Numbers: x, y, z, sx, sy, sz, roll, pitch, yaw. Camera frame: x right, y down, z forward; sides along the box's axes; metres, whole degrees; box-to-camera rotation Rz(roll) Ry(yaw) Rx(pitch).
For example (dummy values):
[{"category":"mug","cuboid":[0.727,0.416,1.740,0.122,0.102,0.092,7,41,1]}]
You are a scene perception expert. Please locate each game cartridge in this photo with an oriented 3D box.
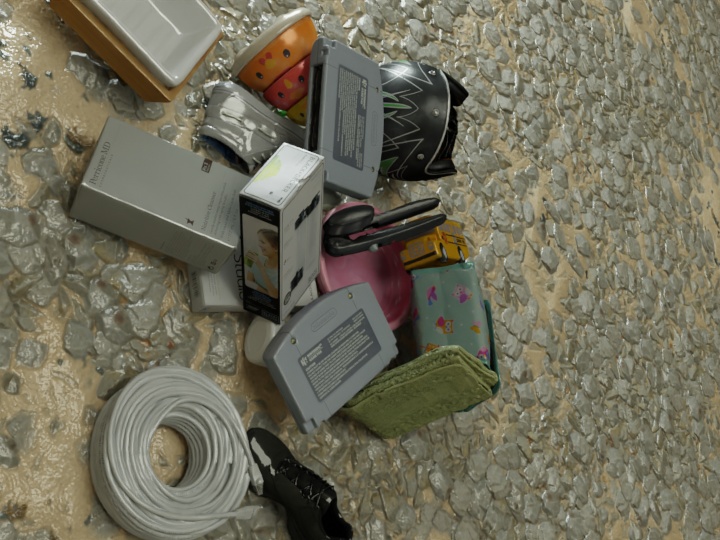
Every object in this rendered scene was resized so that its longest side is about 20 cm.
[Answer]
[{"category":"game cartridge","cuboid":[-0.039,0.105,1.254,0.199,0.041,0.135,-36,102,-39]},{"category":"game cartridge","cuboid":[-0.020,-0.208,1.322,0.132,0.041,0.204,18,72,-52]}]

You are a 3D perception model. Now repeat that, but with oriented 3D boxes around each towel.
[{"category":"towel","cuboid":[0.083,0.170,1.313,0.148,0.198,0.037,42,26,-48]}]

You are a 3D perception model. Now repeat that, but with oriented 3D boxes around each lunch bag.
[{"category":"lunch bag","cuboid":[0.145,0.108,1.437,0.201,0.120,0.173,67,16,-60]}]

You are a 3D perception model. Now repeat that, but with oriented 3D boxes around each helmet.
[{"category":"helmet","cuboid":[0.071,-0.232,1.468,0.190,0.198,0.203,11,66,-56]}]

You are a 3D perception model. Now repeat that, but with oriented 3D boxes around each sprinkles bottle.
[{"category":"sprinkles bottle","cuboid":[-0.063,0.118,1.299,0.198,0.068,0.069,22,60,-36]}]

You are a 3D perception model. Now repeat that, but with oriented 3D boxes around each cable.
[{"category":"cable","cuboid":[-0.220,0.215,1.111,0.198,0.069,0.203,-6,77,-44]}]

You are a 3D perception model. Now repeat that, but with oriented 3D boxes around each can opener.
[{"category":"can opener","cuboid":[0.036,-0.062,1.360,0.197,0.079,0.064,-10,80,-23]}]

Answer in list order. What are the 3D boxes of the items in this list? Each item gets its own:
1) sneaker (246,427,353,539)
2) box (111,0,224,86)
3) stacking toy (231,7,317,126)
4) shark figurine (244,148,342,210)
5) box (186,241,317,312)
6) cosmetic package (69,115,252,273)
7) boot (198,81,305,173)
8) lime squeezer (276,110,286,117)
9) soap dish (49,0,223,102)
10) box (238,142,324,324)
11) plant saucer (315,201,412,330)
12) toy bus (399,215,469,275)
[{"category":"sneaker","cuboid":[-0.077,0.278,1.208,0.201,0.090,0.076,53,48,-13]},{"category":"box","cuboid":[-0.296,-0.361,1.297,0.200,0.021,0.165,-40,103,-44]},{"category":"stacking toy","cuboid":[-0.077,-0.262,1.366,0.201,0.146,0.146,51,46,-7]},{"category":"shark figurine","cuboid":[-0.077,-0.126,1.327,0.212,0.127,0.091,1,101,-40]},{"category":"box","cuboid":[-0.149,-0.017,1.293,0.198,0.036,0.147,2,73,-45]},{"category":"cosmetic package","cuboid":[-0.244,-0.091,1.167,0.198,0.081,0.114,22,56,-20]},{"category":"boot","cuboid":[-0.143,-0.176,1.350,0.199,0.073,0.097,31,68,-29]},{"category":"lime squeezer","cuboid":[-0.062,-0.285,1.491,0.070,0.038,0.201,25,53,3]},{"category":"soap dish","cuboid":[-0.289,-0.329,1.216,0.200,0.081,0.158,45,48,-22]},{"category":"box","cuboid":[-0.099,-0.045,1.196,0.059,0.202,0.117,21,48,15]},{"category":"plant saucer","cuboid":[0.000,0.000,1.419,0.199,0.050,0.204,17,63,-38]},{"category":"toy bus","cuboid":[0.114,-0.039,1.477,0.200,0.064,0.080,4,68,-69]}]
